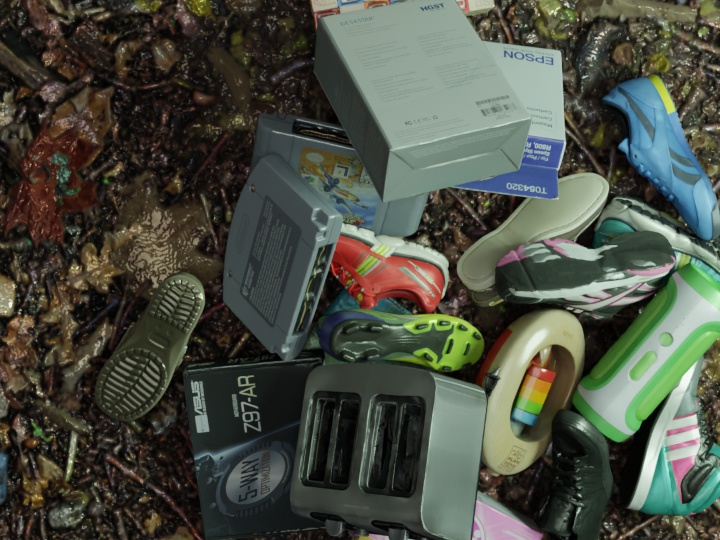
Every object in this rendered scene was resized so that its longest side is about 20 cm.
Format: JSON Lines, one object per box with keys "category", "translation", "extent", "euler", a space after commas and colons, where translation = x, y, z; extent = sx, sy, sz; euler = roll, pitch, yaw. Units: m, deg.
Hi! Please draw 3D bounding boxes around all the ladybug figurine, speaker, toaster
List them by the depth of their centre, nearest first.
{"category": "toaster", "translation": [0.036, 0.188, 1.371], "extent": [0.179, 0.118, 0.202], "euler": [0, 76, 36]}
{"category": "speaker", "translation": [0.323, 0.090, 1.416], "extent": [0.088, 0.089, 0.200], "euler": [37, 104, -5]}
{"category": "ladybug figurine", "translation": [0.179, 0.133, 1.447], "extent": [0.135, 0.072, 0.201], "euler": [27, 88, -40]}

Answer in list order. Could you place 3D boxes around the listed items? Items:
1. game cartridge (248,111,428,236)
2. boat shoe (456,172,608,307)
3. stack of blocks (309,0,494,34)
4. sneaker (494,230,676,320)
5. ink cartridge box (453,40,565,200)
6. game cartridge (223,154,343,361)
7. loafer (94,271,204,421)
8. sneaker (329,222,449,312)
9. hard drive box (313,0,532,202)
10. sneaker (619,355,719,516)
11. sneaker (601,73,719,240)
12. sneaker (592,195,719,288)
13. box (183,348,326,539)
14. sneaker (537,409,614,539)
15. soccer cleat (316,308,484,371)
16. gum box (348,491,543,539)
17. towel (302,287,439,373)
{"category": "game cartridge", "translation": [-0.023, -0.099, 1.411], "extent": [0.198, 0.042, 0.134], "euler": [12, 135, -3]}
{"category": "boat shoe", "translation": [0.199, -0.034, 1.453], "extent": [0.199, 0.072, 0.060], "euler": [-37, 138, -8]}
{"category": "stack of blocks", "translation": [0.039, -0.327, 1.420], "extent": [0.198, 0.059, 0.116], "euler": [-11, 95, -1]}
{"category": "sneaker", "translation": [0.244, 0.020, 1.405], "extent": [0.198, 0.081, 0.087], "euler": [-4, 133, -7]}
{"category": "ink cartridge box", "translation": [0.121, -0.172, 1.385], "extent": [0.194, 0.201, 0.044], "euler": [7, 139, -3]}
{"category": "game cartridge", "translation": [-0.090, -0.018, 1.390], "extent": [0.133, 0.040, 0.201], "euler": [42, 131, 28]}
{"category": "loafer", "translation": [-0.228, 0.084, 1.447], "extent": [0.075, 0.068, 0.201], "euler": [35, 109, -3]}
{"category": "sneaker", "translation": [0.000, 0.000, 1.422], "extent": [0.198, 0.077, 0.086], "euler": [13, 77, -4]}
{"category": "hard drive box", "translation": [0.059, -0.179, 1.306], "extent": [0.154, 0.077, 0.201], "euler": [-13, 54, -17]}
{"category": "sneaker", "translation": [0.383, 0.192, 1.468], "extent": [0.120, 0.084, 0.202], "euler": [18, 93, -5]}
{"category": "sneaker", "translation": [0.333, -0.118, 1.437], "extent": [0.078, 0.066, 0.202], "euler": [-24, 85, -6]}
{"category": "sneaker", "translation": [0.357, -0.013, 1.465], "extent": [0.199, 0.078, 0.080], "euler": [28, 113, 0]}
{"category": "box", "translation": [-0.108, 0.197, 1.458], "extent": [0.158, 0.044, 0.202], "euler": [-5, 100, 3]}
{"category": "sneaker", "translation": [0.236, 0.252, 1.439], "extent": [0.104, 0.060, 0.201], "euler": [-53, 139, -26]}
{"category": "soccer cleat", "translation": [0.045, 0.071, 1.427], "extent": [0.198, 0.084, 0.065], "euler": [5, 103, -26]}
{"category": "gum box", "translation": [0.093, 0.299, 1.475], "extent": [0.199, 0.066, 0.114], "euler": [28, 92, -4]}
{"category": "towel", "translation": [-0.007, 0.121, 1.480], "extent": [0.146, 0.022, 0.200], "euler": [39, 95, -4]}
